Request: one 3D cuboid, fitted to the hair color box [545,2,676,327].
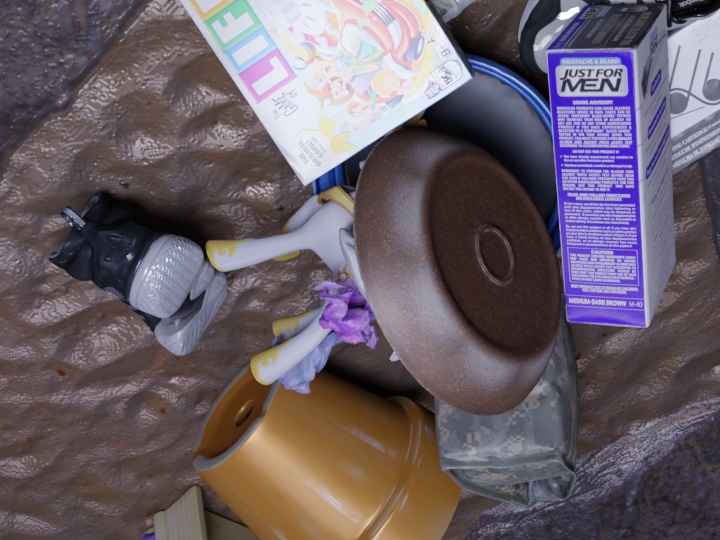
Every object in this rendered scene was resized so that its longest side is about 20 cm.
[{"bbox_3d":[0.177,-0.074,0.879,0.065,0.109,0.200,4,118,23],"label":"hair color box"}]

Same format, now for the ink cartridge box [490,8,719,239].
[{"bbox_3d":[0.207,-0.110,0.955,0.200,0.044,0.094,-32,103,18],"label":"ink cartridge box"}]

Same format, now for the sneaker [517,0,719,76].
[{"bbox_3d":[0.201,-0.199,0.900,0.200,0.080,0.074,-33,133,19],"label":"sneaker"}]

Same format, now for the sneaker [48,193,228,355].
[{"bbox_3d":[-0.173,-0.001,0.993,0.114,0.076,0.200,30,166,11],"label":"sneaker"}]

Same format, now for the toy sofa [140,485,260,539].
[{"bbox_3d":[-0.121,0.304,1.283,0.098,0.083,0.200,-42,129,22],"label":"toy sofa"}]

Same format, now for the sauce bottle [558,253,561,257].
[{"bbox_3d":[0.091,-0.030,1.041,0.200,0.066,0.066,-9,134,-2],"label":"sauce bottle"}]

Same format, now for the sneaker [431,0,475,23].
[{"bbox_3d":[0.030,-0.174,0.879,0.200,0.080,0.070,-32,130,14],"label":"sneaker"}]

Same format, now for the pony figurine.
[{"bbox_3d":[0.000,0.000,0.890,0.200,0.193,0.166,-36,153,27],"label":"pony figurine"}]

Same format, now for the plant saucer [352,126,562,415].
[{"bbox_3d":[0.076,-0.006,0.832,0.037,0.201,0.200,-22,138,38],"label":"plant saucer"}]

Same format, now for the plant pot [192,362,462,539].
[{"bbox_3d":[-0.041,0.173,1.120,0.183,0.200,0.200,38,116,-21],"label":"plant pot"}]

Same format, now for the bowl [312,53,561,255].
[{"bbox_3d":[0.064,-0.069,0.953,0.200,0.039,0.201,6,115,13],"label":"bowl"}]

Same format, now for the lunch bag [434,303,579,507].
[{"bbox_3d":[0.130,0.105,1.072,0.117,0.164,0.200,-7,159,16],"label":"lunch bag"}]

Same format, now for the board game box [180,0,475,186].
[{"bbox_3d":[-0.035,-0.175,0.822,0.134,0.034,0.200,-32,99,15],"label":"board game box"}]
